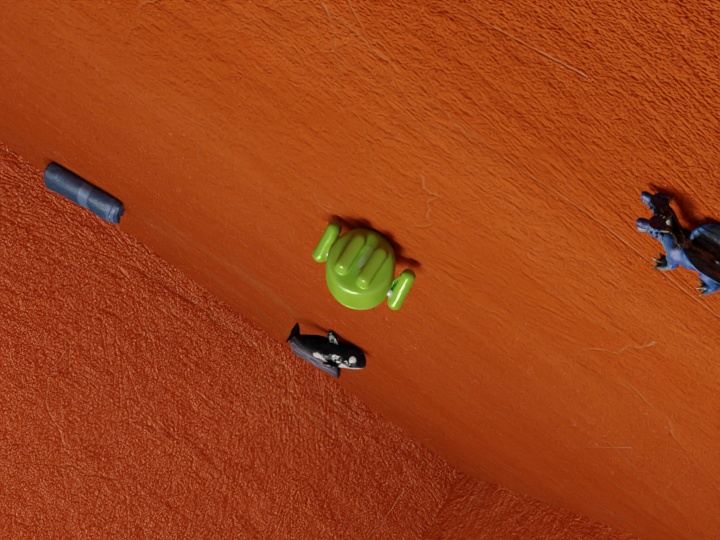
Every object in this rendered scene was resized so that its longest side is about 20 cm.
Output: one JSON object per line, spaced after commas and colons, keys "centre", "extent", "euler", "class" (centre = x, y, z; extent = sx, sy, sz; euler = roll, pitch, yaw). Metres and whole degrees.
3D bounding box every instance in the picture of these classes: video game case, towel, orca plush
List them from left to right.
{"centre": [-0.641, -0.176, 3.490], "extent": [0.199, 0.049, 0.112], "euler": [31, 167, 1], "class": "towel"}
{"centre": [-0.117, 0.221, 3.900], "extent": [0.142, 0.019, 0.200], "euler": [29, 169, 7], "class": "video game case"}
{"centre": [-0.074, 0.163, 3.525], "extent": [0.199, 0.072, 0.105], "euler": [29, -147, 28], "class": "orca plush"}

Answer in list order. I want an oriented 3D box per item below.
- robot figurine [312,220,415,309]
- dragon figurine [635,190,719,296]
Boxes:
{"centre": [0.000, 0.000, 2.517], "extent": [0.175, 0.116, 0.200], "euler": [30, 168, 6], "class": "robot figurine"}
{"centre": [0.386, -0.016, 1.681], "extent": [0.199, 0.059, 0.099], "euler": [31, 168, 4], "class": "dragon figurine"}
